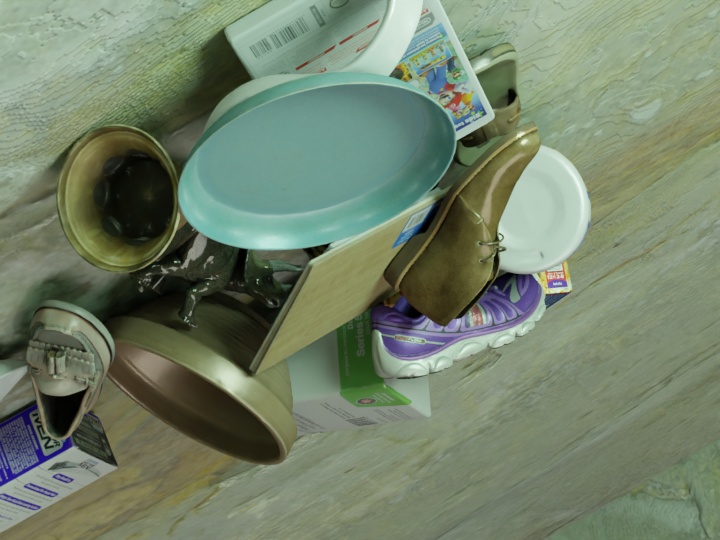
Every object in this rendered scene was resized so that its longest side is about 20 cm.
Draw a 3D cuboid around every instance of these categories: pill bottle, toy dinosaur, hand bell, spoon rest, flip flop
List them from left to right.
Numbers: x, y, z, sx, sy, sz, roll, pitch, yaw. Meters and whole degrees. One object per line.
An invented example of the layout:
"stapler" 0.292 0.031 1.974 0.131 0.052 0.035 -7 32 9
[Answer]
"hand bell" -0.133 -0.059 1.250 0.104 0.105 0.200 -36 170 22
"toy dinosaur" -0.137 -0.018 1.345 0.102 0.077 0.200 -48 145 -1
"spoon rest" -0.031 -0.126 1.132 0.099 0.061 0.200 23 120 -41
"flip flop" 0.103 -0.128 1.372 0.080 0.058 0.200 -25 159 -5
"pill bottle" 0.153 -0.054 1.489 0.111 0.113 0.200 -30 176 7

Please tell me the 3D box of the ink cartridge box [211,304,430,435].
"ink cartridge box" -0.048 0.104 1.595 0.198 0.085 0.145 -10 161 18

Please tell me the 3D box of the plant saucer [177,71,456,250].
"plant saucer" -0.032 -0.078 1.142 0.198 0.028 0.201 -12 152 -6

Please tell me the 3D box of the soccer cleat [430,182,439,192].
"soccer cleat" 0.034 -0.113 1.317 0.081 0.068 0.200 -33 155 12

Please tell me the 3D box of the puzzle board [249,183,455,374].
"puzzle board" 0.000 0.000 1.369 0.199 0.017 0.151 -30 159 -40

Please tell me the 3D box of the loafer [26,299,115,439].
"loafer" -0.251 0.090 1.407 0.071 0.063 0.200 17 156 1

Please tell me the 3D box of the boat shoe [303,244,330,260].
"boat shoe" -0.015 -0.027 1.443 0.073 0.076 0.200 -29 158 13

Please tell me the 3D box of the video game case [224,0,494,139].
"video game case" 0.004 -0.141 1.194 0.142 0.018 0.200 -29 140 4

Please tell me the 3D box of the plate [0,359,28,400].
"plate" -0.397 0.147 1.388 0.199 0.032 0.199 -42 170 34

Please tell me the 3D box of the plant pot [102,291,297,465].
"plant pot" -0.132 0.081 1.458 0.093 0.199 0.201 -59 169 -22

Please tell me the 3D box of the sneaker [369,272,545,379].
"sneaker" 0.091 0.033 1.487 0.199 0.084 0.080 -22 -164 -38

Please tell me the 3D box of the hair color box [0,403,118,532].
"hair color box" -0.346 0.201 1.581 0.199 0.065 0.109 -27 158 5

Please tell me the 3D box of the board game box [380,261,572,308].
"board game box" 0.089 0.029 1.633 0.198 0.047 0.151 -4 164 -20

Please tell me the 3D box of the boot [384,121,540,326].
"boot" 0.101 -0.036 1.353 0.073 0.076 0.201 -20 151 -50
